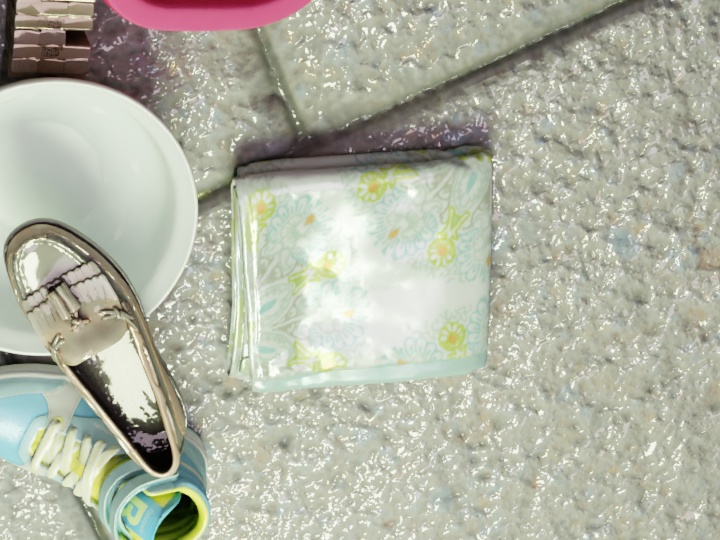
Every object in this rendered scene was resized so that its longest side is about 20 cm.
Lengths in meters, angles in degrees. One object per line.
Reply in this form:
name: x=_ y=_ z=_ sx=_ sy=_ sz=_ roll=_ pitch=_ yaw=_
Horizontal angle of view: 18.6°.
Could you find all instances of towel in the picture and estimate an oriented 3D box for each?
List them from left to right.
towel: x=0.000 y=0.000 z=1.601 sx=0.199 sy=0.048 sz=0.172 roll=-5 pitch=115 yaw=-13

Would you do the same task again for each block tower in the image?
block tower: x=-0.200 y=-0.224 z=1.445 sx=0.058 sy=0.054 sz=0.201 roll=0 pitch=113 yaw=-16

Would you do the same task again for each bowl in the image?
bowl: x=-0.215 y=-0.051 z=1.494 sx=0.200 sy=0.090 sz=0.202 roll=-6 pitch=117 yaw=-12

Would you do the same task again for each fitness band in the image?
fitness band: x=-0.090 y=-0.225 z=1.445 sx=0.199 sy=0.037 sz=0.144 roll=-5 pitch=126 yaw=-36

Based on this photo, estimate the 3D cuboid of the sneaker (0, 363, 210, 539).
sneaker: x=-0.191 y=0.138 z=1.563 sx=0.199 sy=0.131 sz=0.080 roll=18 pitch=109 yaw=-21

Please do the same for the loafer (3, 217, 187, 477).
loafer: x=-0.170 y=0.054 z=1.470 sx=0.072 sy=0.063 sz=0.200 roll=-29 pitch=119 yaw=2
